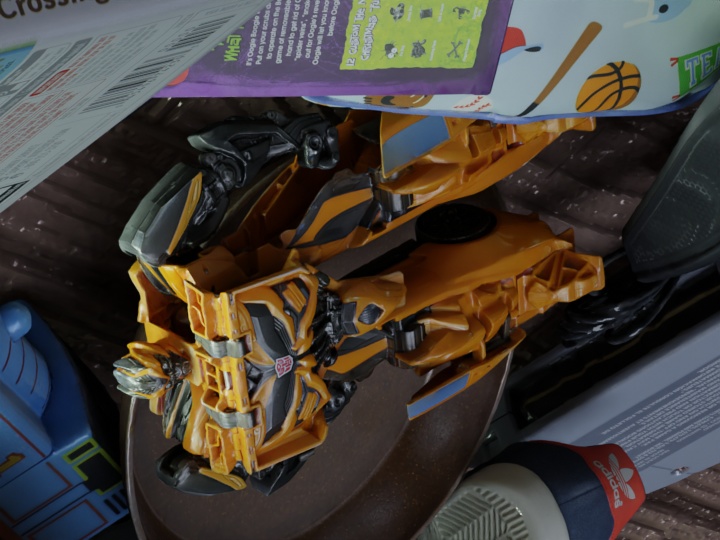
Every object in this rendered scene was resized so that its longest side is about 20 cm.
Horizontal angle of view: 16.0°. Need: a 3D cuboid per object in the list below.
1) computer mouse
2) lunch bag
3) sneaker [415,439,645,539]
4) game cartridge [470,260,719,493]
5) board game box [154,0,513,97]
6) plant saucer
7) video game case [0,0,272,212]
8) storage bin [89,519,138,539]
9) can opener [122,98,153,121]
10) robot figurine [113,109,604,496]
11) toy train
[{"bbox_3d":[0.151,-0.040,0.958,0.138,0.053,0.200,-44,169,-26],"label":"computer mouse"},{"bbox_3d":[0.067,-0.128,0.850,0.199,0.076,0.161,-5,137,-29],"label":"lunch bag"},{"bbox_3d":[0.052,0.121,1.116,0.084,0.075,0.200,-22,178,-33],"label":"sneaker"},{"bbox_3d":[0.151,0.045,1.123,0.133,0.041,0.200,18,140,-42],"label":"game cartridge"},{"bbox_3d":[-0.001,-0.138,0.732,0.119,0.032,0.201,-4,130,-21],"label":"board game box"},{"bbox_3d":[-0.019,0.036,0.975,0.200,0.034,0.202,-24,127,-36],"label":"plant saucer"},{"bbox_3d":[-0.136,-0.025,0.627,0.181,0.022,0.200,-19,173,-38],"label":"video game case"},{"bbox_3d":[-0.075,0.171,1.078,0.199,0.135,0.146,-18,144,-16],"label":"storage bin"},{"bbox_3d":[-0.125,-0.042,0.819,0.199,0.079,0.063,-31,179,-16],"label":"can opener"},{"bbox_3d":[0.000,0.000,0.906,0.199,0.058,0.146,-29,126,-33],"label":"robot figurine"},{"bbox_3d":[-0.159,0.051,0.913,0.114,0.087,0.200,-34,148,-1],"label":"toy train"}]
